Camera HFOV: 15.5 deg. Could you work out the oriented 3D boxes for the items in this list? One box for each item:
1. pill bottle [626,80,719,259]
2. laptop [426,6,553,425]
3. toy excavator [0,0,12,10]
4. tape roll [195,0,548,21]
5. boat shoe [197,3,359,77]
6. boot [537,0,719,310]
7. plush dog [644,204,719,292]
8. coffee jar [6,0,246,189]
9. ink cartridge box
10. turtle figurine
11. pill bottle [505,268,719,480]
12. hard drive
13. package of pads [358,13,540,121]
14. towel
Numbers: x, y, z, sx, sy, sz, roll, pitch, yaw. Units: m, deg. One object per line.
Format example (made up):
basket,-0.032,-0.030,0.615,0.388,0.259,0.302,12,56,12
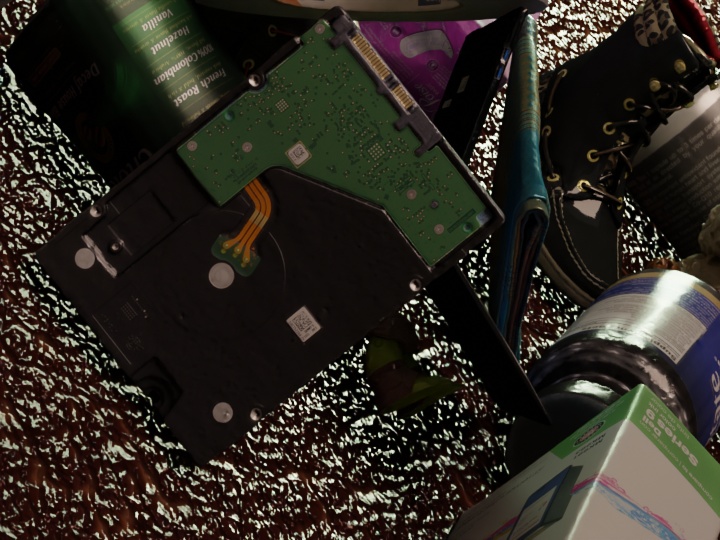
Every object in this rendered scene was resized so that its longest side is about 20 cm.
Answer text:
pill bottle,0.249,-0.074,1.885,0.200,0.113,0.113,51,29,-3
laptop,0.082,-0.030,1.473,0.103,0.201,0.177,22,-2,-7
toy excavator,-0.253,-0.149,1.279,0.100,0.200,0.194,52,-15,2
tape roll,0.004,-0.176,1.425,0.200,0.199,0.067,1,90,-54
boat shoe,-0.063,-0.126,1.537,0.201,0.074,0.063,8,54,-49
boot,0.174,-0.086,1.750,0.073,0.154,0.205,29,36,-34
plush dog,0.259,0.012,1.758,0.200,0.172,0.161,49,-1,-32
coffee jar,-0.094,-0.067,1.398,0.085,0.104,0.200,-37,89,-39
ink cartridge box,0.103,0.167,1.381,0.088,0.145,0.200,47,30,-7
turtle figurine,0.000,0.000,1.476,0.200,0.064,0.162,94,-27,-77
pill bottle,0.159,0.080,1.592,0.112,0.112,0.200,52,29,-1
hard drive,-0.045,-0.018,1.325,0.140,0.200,0.038,50,6,-1
package of pads,0.059,-0.188,1.780,0.121,0.076,0.200,45,30,-9
towel,0.097,-0.044,1.628,0.022,0.147,0.201,6,39,-2
